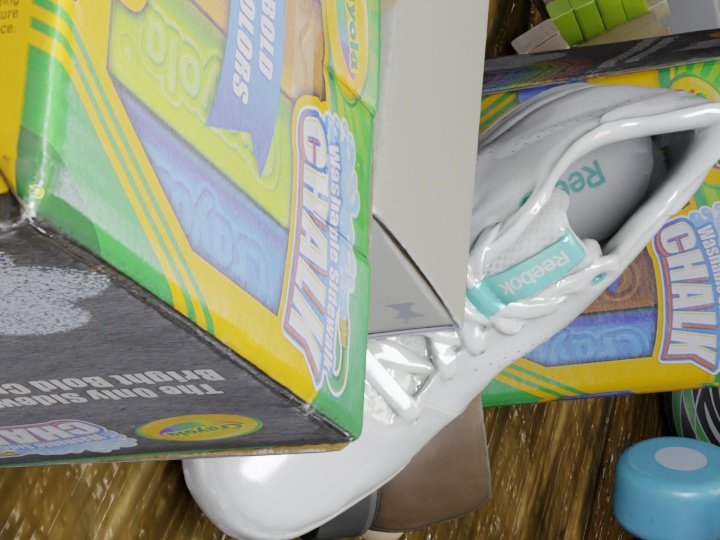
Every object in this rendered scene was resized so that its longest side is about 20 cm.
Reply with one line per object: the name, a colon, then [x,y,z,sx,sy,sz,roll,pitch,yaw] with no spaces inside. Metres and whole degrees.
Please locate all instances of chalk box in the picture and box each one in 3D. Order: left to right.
chalk box: [-0.070,-0.031,0.472,0.200,0.124,0.125,43,46,-63]
chalk box: [0.121,-0.026,0.869,0.124,0.199,0.125,-34,117,-68]

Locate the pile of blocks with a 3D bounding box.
pile of blocks: [0.107,-0.090,1.046,0.062,0.082,0.201,58,33,-51]

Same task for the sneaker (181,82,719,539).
sneaker: [0.031,0.004,0.660,0.200,0.088,0.075,-42,105,-20]

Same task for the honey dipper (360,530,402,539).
honey dipper: [0.000,0.000,0.795,0.038,0.038,0.201,-33,119,-68]

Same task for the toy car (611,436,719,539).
toy car: [0.130,0.202,0.996,0.199,0.176,0.185,-17,118,-42]

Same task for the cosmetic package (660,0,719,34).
cosmetic package: [0.157,-0.191,1.210,0.107,0.090,0.201,-70,152,-50]

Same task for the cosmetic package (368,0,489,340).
cosmetic package: [-0.020,-0.081,0.656,0.073,0.103,0.201,53,36,-52]

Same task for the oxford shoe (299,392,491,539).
oxford shoe: [0.014,-0.014,0.739,0.073,0.084,0.201,180,-92,-74]

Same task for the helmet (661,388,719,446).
helmet: [0.272,0.062,1.311,0.191,0.200,0.200,46,12,17]
